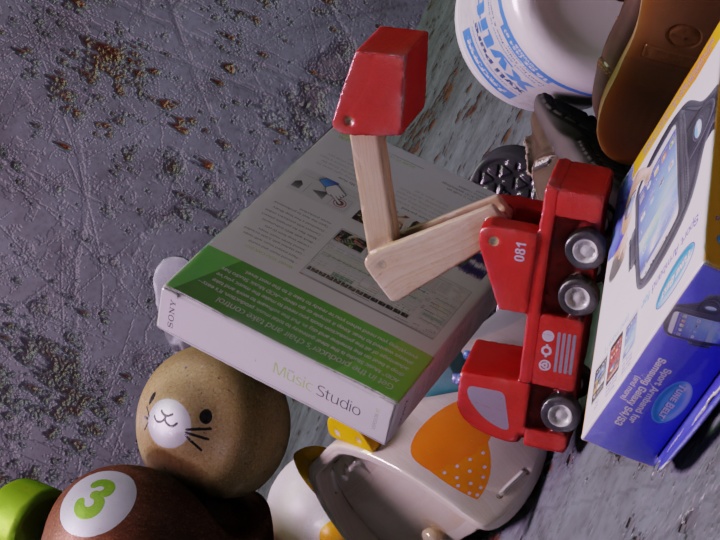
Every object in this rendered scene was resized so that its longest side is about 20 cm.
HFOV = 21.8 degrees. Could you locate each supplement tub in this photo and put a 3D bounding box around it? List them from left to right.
[{"bbox_3d":[0.134,-0.165,1.143,0.200,0.132,0.132,178,116,-84],"label":"supplement tub"}]

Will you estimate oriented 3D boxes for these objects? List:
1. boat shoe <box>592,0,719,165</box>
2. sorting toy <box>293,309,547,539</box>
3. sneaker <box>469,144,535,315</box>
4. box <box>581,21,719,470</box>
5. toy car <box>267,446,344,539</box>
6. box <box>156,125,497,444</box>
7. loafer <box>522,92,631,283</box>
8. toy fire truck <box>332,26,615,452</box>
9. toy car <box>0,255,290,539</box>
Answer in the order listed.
[{"bbox_3d":[0.164,-0.138,0.917,0.200,0.070,0.070,120,166,-51],"label":"boat shoe"},{"bbox_3d":[0.063,0.075,1.101,0.180,0.107,0.200,-47,-2,-23],"label":"sorting toy"},{"bbox_3d":[0.088,0.007,1.273,0.200,0.072,0.083,-63,-18,10],"label":"sneaker"},{"bbox_3d":[0.144,-0.009,0.822,0.200,0.041,0.119,-71,5,-47],"label":"box"},{"bbox_3d":[-0.038,0.188,1.287,0.200,0.184,0.177,-36,8,3],"label":"toy car"},{"bbox_3d":[0.000,0.000,1.040,0.200,0.144,0.036,-46,-23,-48],"label":"box"},{"bbox_3d":[0.120,-0.047,1.057,0.200,0.073,0.071,-83,18,-73],"label":"loafer"},{"bbox_3d":[0.054,-0.012,0.937,0.049,0.141,0.200,-55,-26,-63],"label":"toy fire truck"},{"bbox_3d":[-0.098,0.096,1.070,0.158,0.164,0.200,11,-86,-56],"label":"toy car"}]
